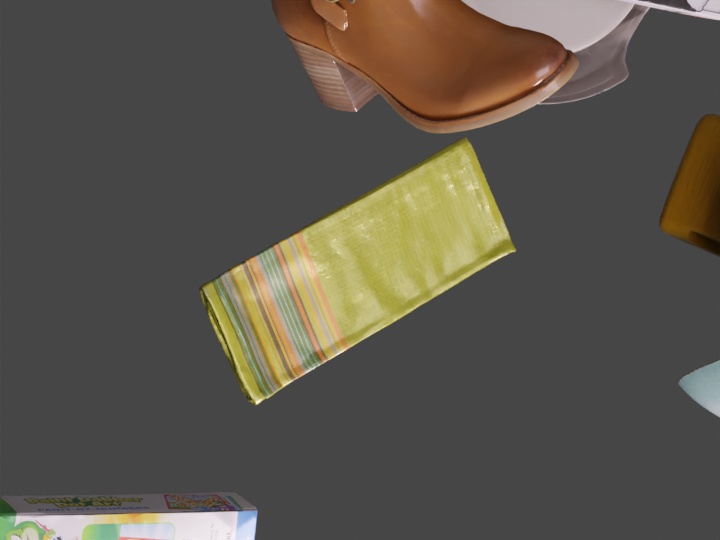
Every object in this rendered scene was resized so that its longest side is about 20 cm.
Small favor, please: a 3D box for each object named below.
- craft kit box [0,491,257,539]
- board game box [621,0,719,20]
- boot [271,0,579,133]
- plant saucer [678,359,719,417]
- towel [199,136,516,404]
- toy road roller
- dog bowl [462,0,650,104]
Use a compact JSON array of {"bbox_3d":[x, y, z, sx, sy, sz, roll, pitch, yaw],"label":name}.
[{"bbox_3d":[-0.169,0.235,1.475,0.197,0.049,0.200,1,101,-27],"label":"craft kit box"},{"bbox_3d":[0.182,-0.259,1.459,0.126,0.035,0.200,7,98,-27],"label":"board game box"},{"bbox_3d":[0.020,-0.162,1.383,0.074,0.200,0.155,-47,128,-38],"label":"boot"},{"bbox_3d":[0.306,0.066,1.568,0.200,0.200,0.036,-6,77,-23],"label":"plant saucer"},{"bbox_3d":[0.000,0.000,1.511,0.200,0.018,0.086,-30,113,-16],"label":"towel"},{"bbox_3d":[0.287,-0.035,1.594,0.200,0.146,0.123,19,94,-64],"label":"toy road roller"},{"bbox_3d":[0.109,-0.204,1.490,0.200,0.059,0.200,-5,104,-23],"label":"dog bowl"}]
